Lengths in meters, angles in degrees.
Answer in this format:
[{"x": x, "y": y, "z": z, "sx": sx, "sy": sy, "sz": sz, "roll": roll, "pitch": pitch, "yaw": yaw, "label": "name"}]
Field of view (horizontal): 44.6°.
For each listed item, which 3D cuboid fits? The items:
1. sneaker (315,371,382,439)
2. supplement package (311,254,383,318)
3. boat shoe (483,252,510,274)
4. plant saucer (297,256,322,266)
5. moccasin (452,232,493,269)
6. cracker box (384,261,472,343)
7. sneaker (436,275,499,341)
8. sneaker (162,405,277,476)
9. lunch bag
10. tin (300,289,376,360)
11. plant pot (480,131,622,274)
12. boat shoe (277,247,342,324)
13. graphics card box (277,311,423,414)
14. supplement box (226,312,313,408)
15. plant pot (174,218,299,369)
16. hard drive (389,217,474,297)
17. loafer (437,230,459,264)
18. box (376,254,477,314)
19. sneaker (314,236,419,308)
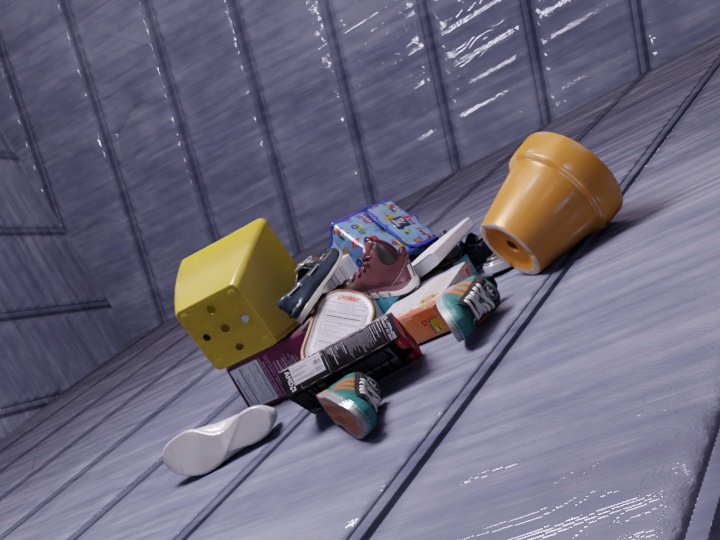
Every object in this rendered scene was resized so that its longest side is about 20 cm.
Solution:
[{"x": -0.005, "y": 0.179, "z": 1.230, "sx": 0.080, "sy": 0.071, "sz": 0.200, "roll": -36, "pitch": 8, "yaw": -12, "label": "sneaker"}, {"x": -0.082, "y": 0.084, "z": 1.747, "sx": 0.200, "sy": 0.156, "sz": 0.111, "roll": -24, "pitch": 10, "yaw": 36, "label": "supplement package"}, {"x": 0.300, "y": -0.064, "z": 1.632, "sx": 0.199, "sy": 0.068, "sz": 0.074, "roll": -32, "pitch": 9, "yaw": -14, "label": "boat shoe"}, {"x": -0.103, "y": 0.066, "z": 1.910, "sx": 0.200, "sy": 0.200, "sz": 0.029, "roll": -33, "pitch": 42, "yaw": -21, "label": "plant saucer"}, {"x": 0.234, "y": -0.049, "z": 1.760, "sx": 0.200, "sy": 0.068, "sz": 0.080, "roll": -33, "pitch": 9, "yaw": -8, "label": "moccasin"}, {"x": 0.116, "y": 0.066, "z": 1.528, "sx": 0.134, "sy": 0.058, "sz": 0.200, "roll": -26, "pitch": 10, "yaw": 29, "label": "cracker box"}, {"x": 0.171, "y": 0.047, "z": 1.357, "sx": 0.080, "sy": 0.071, "sz": 0.200, "roll": -31, "pitch": 7, "yaw": 17, "label": "sneaker"}, {"x": -0.225, "y": 0.278, "z": 1.445, "sx": 0.200, "sy": 0.075, "sz": 0.088, "roll": -23, "pitch": -3, "yaw": 7, "label": "sneaker"}, {"x": 0.054, "y": -0.065, "z": 1.817, "sx": 0.200, "sy": 0.151, "sz": 0.094, "roll": -32, "pitch": -33, "yaw": -36, "label": "lunch bag"}, {"x": -0.035, "y": 0.113, "z": 1.487, "sx": 0.112, "sy": 0.042, "sz": 0.200, "roll": 12, "pitch": 48, "yaw": 5, "label": "tin"}, {"x": 0.307, "y": -0.100, "z": 1.485, "sx": 0.183, "sy": 0.200, "sz": 0.200, "roll": -49, "pitch": 13, "yaw": -14, "label": "plant pot"}, {"x": -0.091, "y": 0.016, "z": 1.570, "sx": 0.075, "sy": 0.062, "sz": 0.200, "roll": -52, "pitch": 7, "yaw": 45, "label": "boat shoe"}, {"x": -0.013, "y": 0.145, "z": 1.343, "sx": 0.200, "sy": 0.051, "sz": 0.125, "roll": -30, "pitch": -25, "yaw": 6, "label": "graphics card box"}, {"x": -0.125, "y": 0.161, "z": 1.621, "sx": 0.200, "sy": 0.103, "sz": 0.131, "roll": -26, "pitch": 10, "yaw": 19, "label": "supplement box"}, {"x": -0.221, "y": 0.060, "z": 1.587, "sx": 0.200, "sy": 0.200, "sz": 0.176, "roll": -26, "pitch": 20, "yaw": 20, "label": "plant pot"}, {"x": 0.136, "y": -0.027, "z": 1.688, "sx": 0.132, "sy": 0.027, "sz": 0.200, "roll": -39, "pitch": 1, "yaw": 35, "label": "hard drive"}, {"x": 0.176, "y": -0.036, "z": 1.891, "sx": 0.063, "sy": 0.072, "sz": 0.200, "roll": -34, "pitch": 9, "yaw": 13, "label": "loafer"}, {"x": 0.126, "y": 0.033, "z": 1.714, "sx": 0.200, "sy": 0.049, "sz": 0.082, "roll": -22, "pitch": 12, "yaw": 43, "label": "box"}, {"x": 0.000, "y": 0.000, "z": 1.592, "sx": 0.200, "sy": 0.116, "sz": 0.076, "roll": -14, "pitch": 13, "yaw": 7, "label": "sneaker"}]
